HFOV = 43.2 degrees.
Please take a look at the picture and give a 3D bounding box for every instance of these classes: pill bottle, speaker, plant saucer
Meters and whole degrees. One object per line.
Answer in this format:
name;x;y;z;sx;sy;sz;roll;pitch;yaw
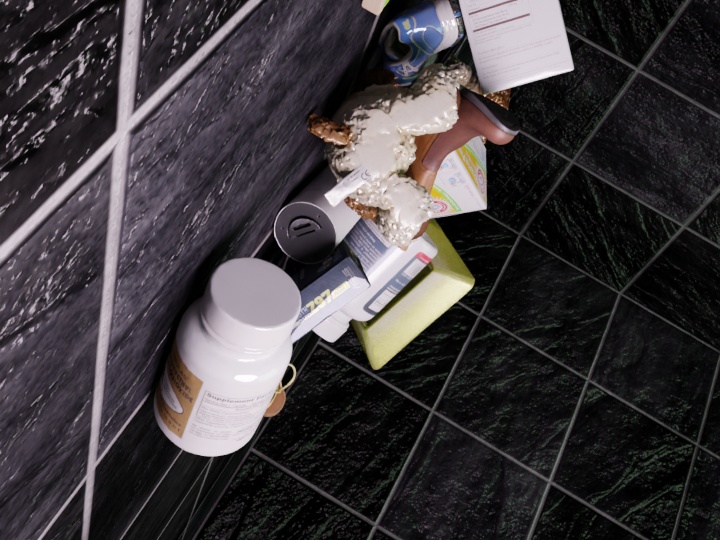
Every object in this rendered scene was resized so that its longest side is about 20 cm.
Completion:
pill bottle;-0.131;0.086;0.903;0.114;0.114;0.200;-56;176;-48
pill bottle;0.000;0.000;1.285;0.200;0.120;0.120;-44;179;9
speaker;-0.039;-0.082;1.158;0.081;0.081;0.200;-61;177;29
plant saucer;0.049;0.014;1.360;0.200;0.048;0.200;-42;-140;13

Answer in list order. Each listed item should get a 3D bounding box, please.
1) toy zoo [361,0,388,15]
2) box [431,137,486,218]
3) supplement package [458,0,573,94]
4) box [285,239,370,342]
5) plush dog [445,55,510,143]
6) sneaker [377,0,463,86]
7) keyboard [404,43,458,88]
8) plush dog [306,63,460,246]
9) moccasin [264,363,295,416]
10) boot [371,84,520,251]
toy zoo;0.068;-0.351;0.866;0.200;0.020;0.131;-58;176;-31
box;0.106;-0.173;1.308;0.200;0.101;0.113;47;40;-54
supplement package;0.174;-0.321;1.068;0.114;0.109;0.201;-52;128;-72
box;-0.070;0.029;1.129;0.157;0.051;0.200;-37;-170;3
plush dog;0.145;-0.263;1.396;0.161;0.171;0.200;-57;176;-26
sneaker;0.053;-0.272;1.088;0.077;0.076;0.200;-19;175;-15
keyboard;0.063;-0.230;1.202;0.200;0.040;0.104;-52;-146;10
plush dog;0.007;-0.140;1.016;0.172;0.160;0.201;-140;-118;-75
moccasin;-0.132;0.138;1.163;0.074;0.077;0.202;-61;156;-27
boot;0.081;-0.116;1.048;0.068;0.188;0.201;15;107;-42
